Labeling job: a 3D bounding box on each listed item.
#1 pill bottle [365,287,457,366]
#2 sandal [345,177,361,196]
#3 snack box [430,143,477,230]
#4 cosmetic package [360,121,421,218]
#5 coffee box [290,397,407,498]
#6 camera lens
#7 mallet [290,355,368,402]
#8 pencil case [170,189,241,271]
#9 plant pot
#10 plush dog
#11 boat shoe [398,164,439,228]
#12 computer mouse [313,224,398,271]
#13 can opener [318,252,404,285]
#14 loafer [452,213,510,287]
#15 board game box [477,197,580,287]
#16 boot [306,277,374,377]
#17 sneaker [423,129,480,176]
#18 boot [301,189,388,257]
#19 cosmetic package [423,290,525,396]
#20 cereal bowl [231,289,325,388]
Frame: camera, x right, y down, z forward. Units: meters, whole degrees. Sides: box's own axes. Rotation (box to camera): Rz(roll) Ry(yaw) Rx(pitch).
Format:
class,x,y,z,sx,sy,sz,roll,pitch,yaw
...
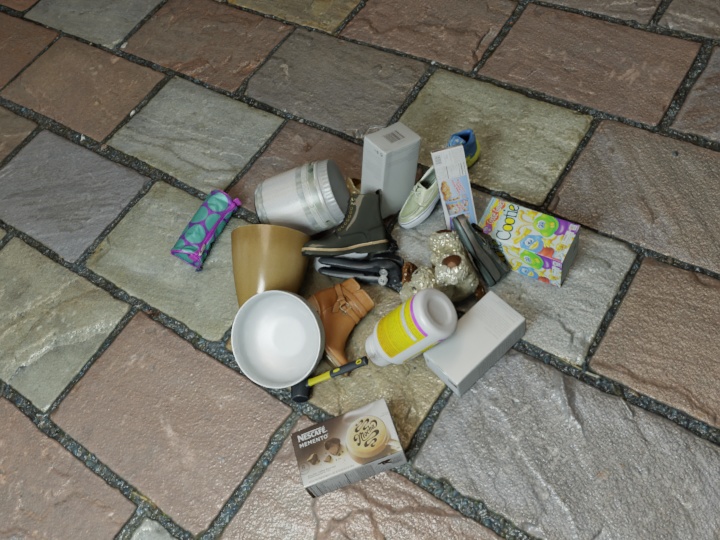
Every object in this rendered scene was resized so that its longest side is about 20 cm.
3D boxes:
class,x,y,z,sx,sy,sz,roll,pitch,yaw
pill bottle,0.094,0.121,1.366,0.200,0.104,0.105,-39,41,43
sandal,-0.011,-0.209,1.679,0.210,0.070,0.078,-28,55,-5
snack box,0.213,-0.178,1.539,0.071,0.202,0.024,-14,23,3
cosmetic package,0.066,-0.227,1.583,0.112,0.201,0.081,-27,55,-29
coffee box,-0.023,0.343,1.319,0.198,0.080,0.114,-20,56,0
camera lens,-0.138,-0.160,1.605,0.198,0.160,0.161,-18,54,16
mallet,-0.066,0.205,1.398,0.199,0.041,0.066,-32,48,26
pencil case,-0.381,-0.103,1.689,0.092,0.085,0.201,8,59,36
plant pot,-0.208,0.022,1.526,0.184,0.186,0.202,1,74,14
plush dog,0.163,0.029,1.465,0.171,0.161,0.201,-26,26,13
boat shoe,0.150,-0.185,1.585,0.200,0.062,0.072,-49,45,15
computer mouse,-0.019,-0.053,1.596,0.198,0.044,0.110,-25,56,-3
can opener,0.000,0.000,1.548,0.198,0.064,0.079,0,22,8
loafer,0.255,-0.052,1.438,0.063,0.200,0.072,-32,37,5
board game box,0.357,-0.061,1.476,0.199,0.105,0.103,22,65,25
boot,-0.032,0.115,1.471,0.154,0.074,0.201,-28,68,-15
sneaker,0.208,-0.267,1.643,0.075,0.105,0.200,34,70,29
boot,-0.040,-0.103,1.518,0.198,0.077,0.140,-7,91,-24
cosmetic package,0.234,0.147,1.391,0.200,0.074,0.102,-41,58,-11
cereal bowl,-0.160,0.139,1.411,0.198,0.083,0.202,-1,88,19
